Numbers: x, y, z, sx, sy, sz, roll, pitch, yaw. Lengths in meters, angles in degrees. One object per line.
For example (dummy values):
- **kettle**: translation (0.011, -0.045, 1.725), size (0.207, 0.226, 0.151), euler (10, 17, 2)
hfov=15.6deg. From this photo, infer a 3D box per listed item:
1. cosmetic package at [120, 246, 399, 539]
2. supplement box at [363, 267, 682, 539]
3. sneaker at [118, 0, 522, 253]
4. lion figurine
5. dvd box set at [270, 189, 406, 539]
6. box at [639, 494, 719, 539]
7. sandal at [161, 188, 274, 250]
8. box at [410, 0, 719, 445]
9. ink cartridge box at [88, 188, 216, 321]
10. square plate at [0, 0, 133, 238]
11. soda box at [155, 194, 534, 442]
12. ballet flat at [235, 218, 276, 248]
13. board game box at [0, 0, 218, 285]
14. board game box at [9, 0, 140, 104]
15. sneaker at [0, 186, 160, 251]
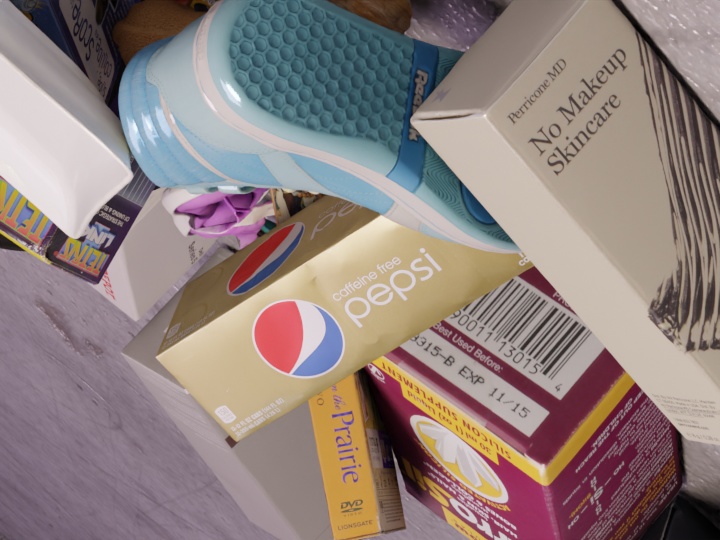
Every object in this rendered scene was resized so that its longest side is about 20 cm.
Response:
- **cosmetic package**: translation (-0.062, 0.092, 1.772), size (0.090, 0.107, 0.200), euler (25, 158, 48)
- **supplement box**: translation (0.086, 0.074, 1.379), size (0.131, 0.103, 0.200), euler (34, 163, 25)
- **sneaker**: translation (-0.015, -0.058, 1.139), size (0.200, 0.080, 0.130), euler (28, 156, -32)
- **lion figurine**: translation (-0.054, -0.103, 1.221), size (0.199, 0.073, 0.122), euler (-8, 161, 31)
- **dvd box set**: translation (-0.012, 0.043, 1.392), size (0.146, 0.029, 0.201), euler (36, -137, -84)
- **box**: translation (0.137, 0.250, 1.413), size (0.117, 0.200, 0.197), euler (42, -163, 1)
- **sandal**: translation (-0.066, -0.038, 1.489), size (0.050, 0.082, 0.203), euler (61, 177, 1)
- **box**: translation (0.119, -0.020, 1.098), size (0.200, 0.082, 0.068), euler (47, 163, -20)
- **ink cartridge box**: translation (-0.194, -0.078, 1.682), size (0.200, 0.084, 0.146), euler (38, 163, 15)
- **square plate**: translation (-0.184, -0.103, 1.202), size (0.200, 0.028, 0.198), euler (44, 165, -5)
- **soda box**: translation (0.000, 0.000, 1.249), size (0.200, 0.068, 0.064), euler (-32, 111, 29)
- **ballet flat**: translation (-0.019, 0.020, 1.542), size (0.200, 0.064, 0.067), euler (25, 180, 45)
- **board game box**: translation (-0.177, -0.111, 1.399), size (0.200, 0.166, 0.057), euler (32, -177, 34)
- **board game box**: translation (-0.135, -0.172, 1.202), size (0.034, 0.136, 0.200), euler (11, 156, 11)
- **sneaker**: translation (-0.153, -0.086, 1.492), size (0.200, 0.116, 0.075), euler (-18, 133, 39)
